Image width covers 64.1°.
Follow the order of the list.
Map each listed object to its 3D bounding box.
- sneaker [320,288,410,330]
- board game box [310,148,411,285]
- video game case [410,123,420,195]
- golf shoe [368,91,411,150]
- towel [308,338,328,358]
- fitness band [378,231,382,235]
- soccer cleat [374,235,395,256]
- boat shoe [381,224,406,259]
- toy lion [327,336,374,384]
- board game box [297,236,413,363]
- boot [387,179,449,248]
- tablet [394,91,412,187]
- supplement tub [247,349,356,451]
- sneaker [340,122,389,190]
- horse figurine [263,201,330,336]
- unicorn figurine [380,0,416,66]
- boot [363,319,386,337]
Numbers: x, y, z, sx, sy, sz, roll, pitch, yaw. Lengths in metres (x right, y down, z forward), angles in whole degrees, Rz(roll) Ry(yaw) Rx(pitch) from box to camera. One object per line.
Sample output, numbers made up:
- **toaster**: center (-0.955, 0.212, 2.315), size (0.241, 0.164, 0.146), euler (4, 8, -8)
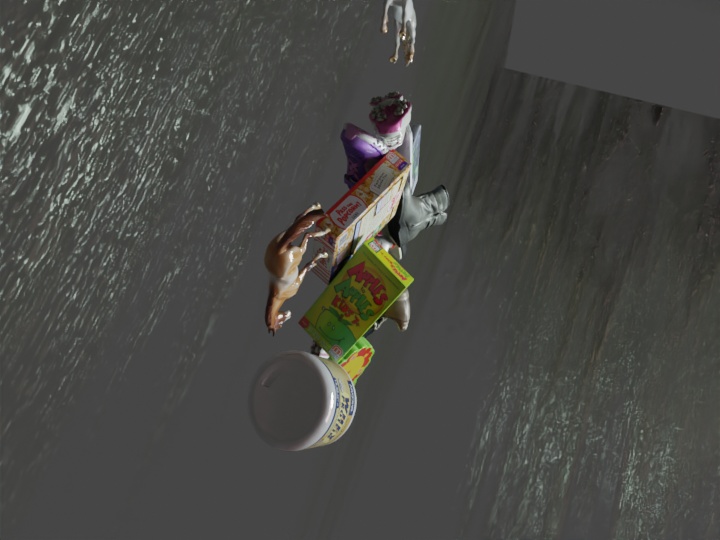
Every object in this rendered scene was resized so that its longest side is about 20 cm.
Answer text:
- **sneaker**: center (0.004, 0.072, 1.056), size (0.070, 0.196, 0.078), euler (-14, 99, -47)
- **board game box**: center (0.000, -0.088, 0.973), size (0.200, 0.046, 0.153), euler (-47, 167, -27)
- **video game case**: center (0.108, -0.211, 1.371), size (0.202, 0.023, 0.185), euler (84, 22, -60)
- **golf shoe**: center (0.055, -0.246, 0.988), size (0.201, 0.073, 0.094), euler (-85, 164, -64)
- **towel**: center (-0.061, 0.125, 1.203), size (0.146, 0.029, 0.205), euler (34, 73, -76)
- **fitness band**: center (0.062, -0.170, 1.334), size (0.202, 0.037, 0.146), euler (92, 20, -52)
- **soccer cleat**: center (0.021, -0.046, 1.263), size (0.200, 0.076, 0.071), euler (137, -23, -76)
- **boat shoe**: center (0.072, -0.116, 1.230), size (0.062, 0.073, 0.205), euler (-29, 123, -19)
- **toy lion**: center (-0.049, 0.218, 1.128), size (0.191, 0.069, 0.202), euler (-40, 156, -18)
- **board game box**: center (-0.011, 0.053, 0.986), size (0.201, 0.102, 0.048), euler (-49, 173, 26)
- **boot**: center (0.114, -0.138, 1.129), size (0.129, 0.068, 0.202), euler (-30, 152, -11)
- **tablet**: center (0.083, -0.234, 1.144), size (0.202, 0.013, 0.133), euler (85, -5, -53)
- **supplement tub**: center (-0.085, 0.211, 0.935), size (0.200, 0.141, 0.148), euler (44, 64, -71)
- **sneaker**: center (0.003, -0.183, 1.000), size (0.089, 0.080, 0.200), euler (-55, 164, 0)
- **horse figurine**: center (-0.095, -0.012, 0.815), size (0.132, 0.049, 0.202), euler (-44, 160, -32)
- **unicorn figurine**: center (0.075, -0.452, 0.982), size (0.200, 0.072, 0.141), euler (113, -13, -79)
- **boot**: center (0.022, 0.077, 1.198), size (0.202, 0.076, 0.168), euler (-56, 172, 28)
